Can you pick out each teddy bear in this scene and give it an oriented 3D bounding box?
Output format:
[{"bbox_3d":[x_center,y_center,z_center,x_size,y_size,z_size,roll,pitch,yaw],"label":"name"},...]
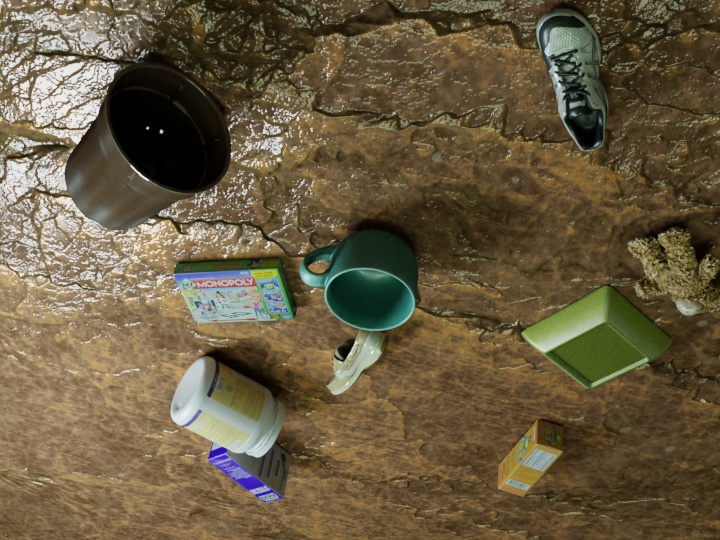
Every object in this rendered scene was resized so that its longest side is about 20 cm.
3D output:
[{"bbox_3d":[0.510,0.008,1.372,0.143,0.067,0.201,-8,133,21],"label":"teddy bear"}]

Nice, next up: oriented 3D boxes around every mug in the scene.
[{"bbox_3d":[0.011,-0.002,1.409,0.151,0.116,0.184,-30,124,34],"label":"mug"}]

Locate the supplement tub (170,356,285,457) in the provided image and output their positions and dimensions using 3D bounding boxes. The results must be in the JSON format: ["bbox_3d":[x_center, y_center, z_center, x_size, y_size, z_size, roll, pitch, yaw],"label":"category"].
[{"bbox_3d":[-0.266,0.279,1.723,0.199,0.147,0.145,33,132,-23],"label":"supplement tub"}]

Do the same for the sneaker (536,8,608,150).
[{"bbox_3d":[0.289,-0.249,1.127,0.075,0.089,0.201,-15,130,26],"label":"sneaker"}]

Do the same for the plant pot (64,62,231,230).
[{"bbox_3d":[-0.325,-0.166,1.252,0.199,0.203,0.197,36,139,-26],"label":"plant pot"}]

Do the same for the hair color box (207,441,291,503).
[{"bbox_3d":[-0.243,0.416,1.887,0.064,0.110,0.200,-23,128,30],"label":"hair color box"}]

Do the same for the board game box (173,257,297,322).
[{"bbox_3d":[-0.227,0.039,1.552,0.196,0.029,0.136,-3,136,12],"label":"board game box"}]

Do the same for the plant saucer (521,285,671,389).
[{"bbox_3d":[0.426,0.137,1.534,0.199,0.048,0.199,35,131,-25],"label":"plant saucer"}]

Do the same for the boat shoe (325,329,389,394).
[{"bbox_3d":[-0.019,0.166,1.628,0.066,0.074,0.200,34,131,-8],"label":"boat shoe"}]

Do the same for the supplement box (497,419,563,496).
[{"bbox_3d":[0.359,0.398,1.803,0.068,0.067,0.201,19,135,-7],"label":"supplement box"}]
